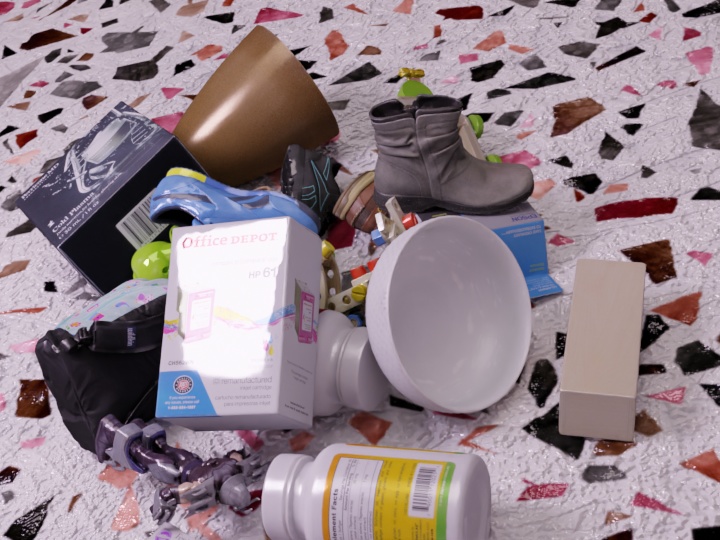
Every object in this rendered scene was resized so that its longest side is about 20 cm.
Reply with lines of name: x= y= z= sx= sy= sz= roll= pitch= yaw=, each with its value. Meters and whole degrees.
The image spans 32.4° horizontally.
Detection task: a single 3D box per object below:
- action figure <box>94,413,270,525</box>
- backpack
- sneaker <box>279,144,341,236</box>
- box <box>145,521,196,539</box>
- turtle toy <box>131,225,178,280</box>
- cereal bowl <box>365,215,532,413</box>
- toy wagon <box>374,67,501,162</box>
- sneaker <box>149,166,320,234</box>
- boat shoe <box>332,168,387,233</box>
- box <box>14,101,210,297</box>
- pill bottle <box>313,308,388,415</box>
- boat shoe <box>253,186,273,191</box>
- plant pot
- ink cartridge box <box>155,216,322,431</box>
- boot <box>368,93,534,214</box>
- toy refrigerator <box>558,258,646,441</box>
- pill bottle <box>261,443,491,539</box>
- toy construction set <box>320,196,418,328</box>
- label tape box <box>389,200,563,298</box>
action figure: x=-0.176 y=0.203 z=1.250 sx=0.198 sy=0.070 sz=0.129 roll=19 pitch=17 yaw=37
backpack: x=-0.251 y=0.087 z=1.375 sx=0.126 sy=0.169 sz=0.199 roll=18 pitch=42 yaw=43
sneaker: x=-0.060 y=-0.081 z=1.580 sx=0.078 sy=0.076 sz=0.202 roll=10 pitch=51 yaw=-14
box: x=-0.126 y=0.298 z=1.155 sx=0.199 sy=0.042 sz=0.039 roll=22 pitch=50 yaw=37
turtle toy: x=-0.176 y=-0.009 z=1.491 sx=0.197 sy=0.102 sz=0.147 roll=5 pitch=40 yaw=-8
cereal bowl: x=0.081 y=0.049 z=1.290 sx=0.083 sy=0.201 sz=0.200 roll=-14 pitch=26 yaw=52
toy wagon: x=0.091 y=-0.176 z=1.596 sx=0.153 sy=0.040 sz=0.202 roll=-1 pitch=55 yaw=-29
sneaker: x=-0.147 y=-0.056 z=1.430 sx=0.197 sy=0.066 sz=0.079 roll=15 pitch=52 yaw=4
boat shoe: x=0.045 y=-0.108 z=1.594 sx=0.067 sy=0.072 sz=0.200 roll=40 pitch=48 yaw=9
box: x=-0.308 y=-0.088 z=1.581 sx=0.200 sy=0.124 sz=0.196 roll=-45 pitch=34 yaw=-9
pill bottle: x=-0.072 y=0.094 z=1.333 sx=0.198 sy=0.113 sz=0.113 roll=6 pitch=42 yaw=26
boat shoe: x=-0.195 y=-0.047 z=1.592 sx=0.199 sy=0.065 sz=0.071 roll=-29 pitch=39 yaw=-18
plant pot: x=-0.161 y=-0.200 z=1.706 sx=0.199 sy=0.187 sz=0.186 roll=-40 pitch=41 yaw=-7
ink cartridge box: x=-0.121 y=0.055 z=1.255 sx=0.143 sy=0.085 sz=0.203 roll=-5 pitch=71 yaw=23
boot: x=0.107 y=-0.134 z=1.400 sx=0.197 sy=0.132 sz=0.068 roll=-4 pitch=36 yaw=-7
toy refrigerator: x=0.251 y=0.080 z=1.276 sx=0.075 sy=0.071 sz=0.201 roll=4 pitch=41 yaw=13
pill bottle: x=0.014 y=0.219 z=1.146 sx=0.197 sy=0.112 sz=0.112 roll=1 pitch=40 yaw=21
toy construction set: x=0.000 y=0.000 z=1.382 sx=0.199 sy=0.133 sz=0.092 roll=-27 pitch=-7 yaw=36
label tape box: x=0.134 y=-0.042 z=1.442 sx=0.141 sy=0.067 sz=0.201 roll=-10 pitch=36 yaw=-18
